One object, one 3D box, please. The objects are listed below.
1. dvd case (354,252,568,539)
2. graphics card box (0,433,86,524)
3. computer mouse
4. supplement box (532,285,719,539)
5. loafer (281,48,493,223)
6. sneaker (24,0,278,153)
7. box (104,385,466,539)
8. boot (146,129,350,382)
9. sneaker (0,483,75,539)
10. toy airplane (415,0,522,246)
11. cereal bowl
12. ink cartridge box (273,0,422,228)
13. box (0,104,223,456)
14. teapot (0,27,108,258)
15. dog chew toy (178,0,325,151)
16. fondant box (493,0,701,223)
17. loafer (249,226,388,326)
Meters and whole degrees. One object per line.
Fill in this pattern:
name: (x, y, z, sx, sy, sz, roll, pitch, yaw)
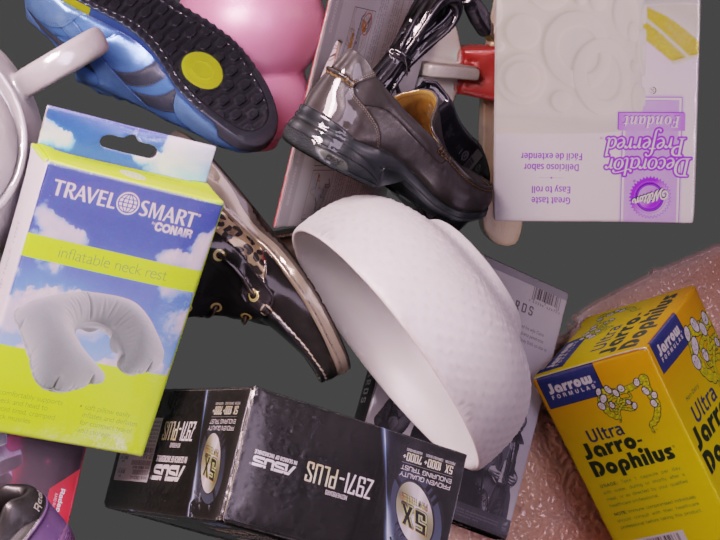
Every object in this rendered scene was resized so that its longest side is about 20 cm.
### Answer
dvd case: (0.074, 0.086, 1.400, 0.149, 0.025, 0.202, 23, 74, -26)
graphics card box: (-0.275, 0.111, 1.181, 0.199, 0.051, 0.127, 19, 77, -26)
computer mouse: (0.053, -0.118, 1.310, 0.141, 0.046, 0.200, -55, 146, -7)
supplement box: (0.238, 0.133, 1.424, 0.109, 0.109, 0.201, -41, 107, -50)
loafer: (0.035, -0.084, 1.213, 0.199, 0.073, 0.073, 20, 100, -55)
sneaker: (-0.143, -0.139, 1.240, 0.199, 0.079, 0.066, 38, 49, 2)
box: (-0.054, 0.140, 1.219, 0.163, 0.199, 0.087, 20, 77, -27)
boot: (-0.115, 0.025, 1.243, 0.150, 0.073, 0.201, -39, 97, -8)
sneaker: (-0.272, 0.201, 1.134, 0.199, 0.076, 0.088, -33, 121, -10)
toy airplane: (0.124, -0.149, 1.404, 0.200, 0.141, 0.200, -39, 95, 11)
cereal bowl: (0.046, 0.029, 1.204, 0.083, 0.200, 0.201, -37, 104, -10)
ink cartridge box: (-0.014, -0.130, 1.272, 0.176, 0.044, 0.202, -4, 110, -65)
box: (-0.166, 0.010, 1.153, 0.121, 0.048, 0.202, 12, 105, -26)
teapot: (-0.273, -0.079, 1.146, 0.196, 0.146, 0.202, 17, 76, -28)
dog chew toy: (-0.078, -0.185, 1.288, 0.124, 0.124, 0.202, -8, 102, -30)
fondant box: (0.167, -0.137, 1.302, 0.143, 0.058, 0.202, 1, 101, 5)
loafer: (0.000, 0.000, 1.324, 0.198, 0.071, 0.074, -4, 87, -16)
